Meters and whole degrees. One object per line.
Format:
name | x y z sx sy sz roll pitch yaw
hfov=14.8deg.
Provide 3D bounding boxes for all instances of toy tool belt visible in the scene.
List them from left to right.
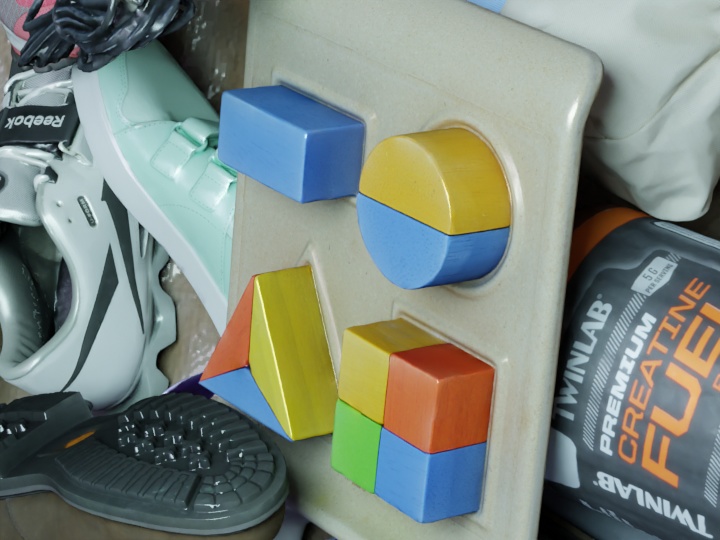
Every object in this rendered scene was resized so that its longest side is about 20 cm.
toy tool belt | 0.086 -0.111 1.021 0.123 0.125 0.200 -48 43 -4

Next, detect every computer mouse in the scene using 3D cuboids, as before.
computer mouse | -0.037 -0.141 0.998 0.053 0.199 0.138 61 162 -12

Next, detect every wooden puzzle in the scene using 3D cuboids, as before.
wooden puzzle | 0.000 0.000 0.978 0.185 0.046 0.202 28 115 48

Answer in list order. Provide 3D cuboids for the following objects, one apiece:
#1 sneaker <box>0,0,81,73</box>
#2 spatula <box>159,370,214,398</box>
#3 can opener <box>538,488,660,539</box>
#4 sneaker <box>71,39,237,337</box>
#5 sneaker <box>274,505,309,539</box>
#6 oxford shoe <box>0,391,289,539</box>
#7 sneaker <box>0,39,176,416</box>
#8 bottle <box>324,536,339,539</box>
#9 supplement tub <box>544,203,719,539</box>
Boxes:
sneaker | -0.141 -0.146 1.133 0.074 0.087 0.200 -36 33 -11
spatula | -0.125 0.090 1.158 0.199 0.056 0.021 -31 85 36
can opener | 0.117 0.123 0.986 0.199 0.067 0.054 31 99 32
sneaker | -0.028 -0.042 1.097 0.118 0.074 0.201 -43 73 28
sneaker | -0.065 0.172 1.093 0.093 0.070 0.201 5 83 38
oxford shoe | -0.085 0.094 1.041 0.199 0.072 0.085 -1 114 55
sneaker | -0.126 -0.041 1.156 0.074 0.088 0.202 -17 73 31
bottle | -0.041 0.158 1.030 0.199 0.065 0.084 -24 90 1
supplement tub | 0.113 0.041 0.976 0.199 0.107 0.108 21 95 32
